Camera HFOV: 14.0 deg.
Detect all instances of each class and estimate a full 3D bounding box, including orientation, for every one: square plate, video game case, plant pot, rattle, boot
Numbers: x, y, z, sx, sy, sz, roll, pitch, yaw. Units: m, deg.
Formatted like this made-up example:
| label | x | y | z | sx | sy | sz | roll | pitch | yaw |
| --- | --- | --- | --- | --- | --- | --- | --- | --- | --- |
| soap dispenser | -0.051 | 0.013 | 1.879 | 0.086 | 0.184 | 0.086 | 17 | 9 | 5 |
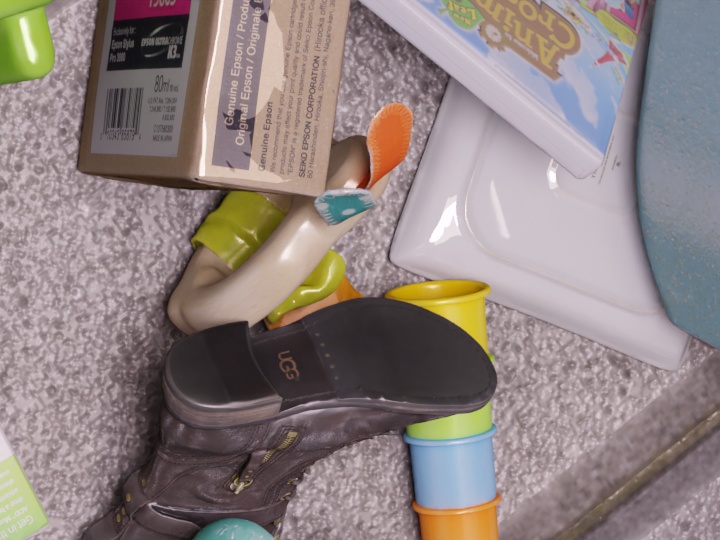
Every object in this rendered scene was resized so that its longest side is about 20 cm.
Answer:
| label | x | y | z | sx | sy | sz | roll | pitch | yaw |
| --- | --- | --- | --- | --- | --- | --- | --- | --- | --- |
| square plate | 0.135 | -0.066 | 1.665 | 0.197 | 0.028 | 0.201 | 21 | 85 | -21 |
| video game case | 0.069 | -0.169 | 1.578 | 0.200 | 0.022 | 0.183 | 38 | 42 | -17 |
| plant pot | 0.267 | -0.043 | 1.616 | 0.196 | 0.195 | 0.201 | -3 | 114 | -44 |
| rattle | 0.000 | 0.000 | 1.520 | 0.143 | 0.200 | 0.130 | 55 | 45 | -8 |
| boot | -0.040 | 0.096 | 1.546 | 0.199 | 0.175 | 0.069 | -2 | 51 | -18 |

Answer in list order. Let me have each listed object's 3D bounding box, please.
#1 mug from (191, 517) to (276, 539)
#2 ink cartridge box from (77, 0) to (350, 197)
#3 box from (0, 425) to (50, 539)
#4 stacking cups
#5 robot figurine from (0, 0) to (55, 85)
| label | x | y | z | sx | sy | sz | roll | pitch | yaw |
| --- | --- | --- | --- | --- | --- | --- | --- | --- | --- |
| mug | -0.027 | 0.219 | 1.558 | 0.152 | 0.114 | 0.186 | -9 | 78 | -51 |
| ink cartridge box | -0.074 | -0.124 | 1.486 | 0.075 | 0.200 | 0.166 | 7 | 89 | -22 |
| box | -0.267 | 0.080 | 1.510 | 0.144 | 0.036 | 0.201 | -29 | 101 | -18 |
| stacking cups | 0.049 | 0.108 | 1.628 | 0.060 | 0.060 | 0.201 | -8 | 102 | -21 |
| robot figurine | -0.218 | -0.185 | 1.471 | 0.175 | 0.116 | 0.201 | -21 | 100 | -25 |
